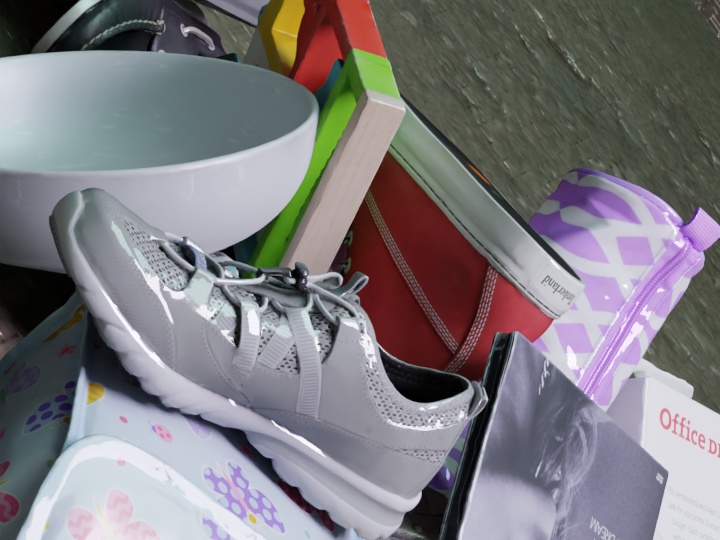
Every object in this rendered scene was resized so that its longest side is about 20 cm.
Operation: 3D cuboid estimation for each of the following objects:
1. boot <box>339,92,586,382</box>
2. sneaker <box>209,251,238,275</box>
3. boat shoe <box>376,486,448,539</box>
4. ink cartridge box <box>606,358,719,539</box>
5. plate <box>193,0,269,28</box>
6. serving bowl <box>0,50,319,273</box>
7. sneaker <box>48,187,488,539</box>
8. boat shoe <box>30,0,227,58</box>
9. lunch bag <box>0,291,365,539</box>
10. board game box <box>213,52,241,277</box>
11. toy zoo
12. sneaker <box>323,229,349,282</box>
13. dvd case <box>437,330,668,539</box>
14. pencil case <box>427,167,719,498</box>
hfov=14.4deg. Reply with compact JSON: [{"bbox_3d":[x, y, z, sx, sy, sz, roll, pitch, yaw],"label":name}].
[{"bbox_3d":[0.000,0.000,1.315,0.072,0.144,0.200,37,10,-41],"label":"boot"},{"bbox_3d":[-0.097,0.026,1.339,0.200,0.077,0.092,-108,-163,-78],"label":"sneaker"},{"bbox_3d":[-0.052,0.109,1.223,0.199,0.072,0.076,21,20,4],"label":"boat shoe"},{"bbox_3d":[0.112,0.142,1.408,0.128,0.125,0.201,30,61,-52],"label":"ink cartridge box"},{"bbox_3d":[-0.121,-0.181,1.545,0.199,0.032,0.200,26,1,-34],"label":"plate"},{"bbox_3d":[-0.117,-0.042,1.269,0.200,0.199,0.066,-63,155,-70],"label":"serving bowl"},{"bbox_3d":[-0.036,0.020,1.103,0.200,0.082,0.075,37,14,-32],"label":"sneaker"},{"bbox_3d":[-0.115,-0.109,1.525,0.060,0.074,0.200,52,9,9],"label":"boat shoe"},{"bbox_3d":[-0.081,0.128,1.082,0.170,0.127,0.200,42,23,-19],"label":"lunch bag"},{"bbox_3d":[-0.048,-0.001,1.472,0.200,0.028,0.136,-103,178,-50],"label":"board game box"},{"bbox_3d":[-0.030,-0.075,1.347,0.020,0.132,0.200,16,30,-21],"label":"toy zoo"},{"bbox_3d":[0.009,-0.011,1.400,0.070,0.082,0.201,106,-26,-60],"label":"sneaker"},{"bbox_3d":[0.074,0.148,1.227,0.149,0.016,0.201,42,58,-47],"label":"dvd case"},{"bbox_3d":[0.082,0.050,1.315,0.084,0.200,0.085,38,-14,-33],"label":"pencil case"}]
